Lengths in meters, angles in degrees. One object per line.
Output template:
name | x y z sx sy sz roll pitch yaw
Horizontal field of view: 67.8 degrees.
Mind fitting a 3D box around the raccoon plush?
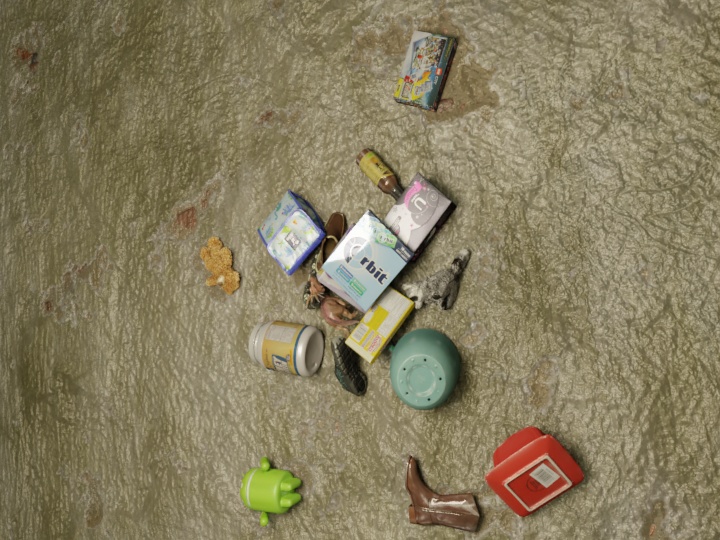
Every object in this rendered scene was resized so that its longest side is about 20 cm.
raccoon plush | 0.208 0.022 1.487 0.131 0.098 0.202 21 64 36

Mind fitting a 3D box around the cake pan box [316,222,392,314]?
cake pan box | 0.000 0.000 1.520 0.198 0.053 0.186 36 101 -23

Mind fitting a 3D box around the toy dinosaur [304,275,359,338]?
toy dinosaur | -0.086 0.109 1.480 0.087 0.134 0.199 -54 38 3

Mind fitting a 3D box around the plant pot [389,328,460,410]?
plant pot | 0.163 0.268 1.396 0.192 0.161 0.210 1 93 11

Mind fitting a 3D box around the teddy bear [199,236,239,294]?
teddy bear | -0.473 -0.015 1.778 0.141 0.066 0.207 -25 75 22

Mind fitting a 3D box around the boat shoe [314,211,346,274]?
boat shoe | -0.079 -0.085 1.577 0.072 0.075 0.210 14 69 -8

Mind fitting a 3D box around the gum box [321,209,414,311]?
gum box | 0.020 -0.027 1.429 0.169 0.045 0.201 42 102 2

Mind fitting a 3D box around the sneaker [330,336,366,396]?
sneaker | -0.050 0.275 1.522 0.077 0.076 0.206 1 123 38

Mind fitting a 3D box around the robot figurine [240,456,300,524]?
robot figurine | -0.274 0.654 1.598 0.192 0.115 0.184 -3 86 23

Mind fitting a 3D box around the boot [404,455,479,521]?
boot | 0.219 0.588 1.416 0.193 0.064 0.195 -6 95 26

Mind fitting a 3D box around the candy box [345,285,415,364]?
candy box | 0.054 0.146 1.461 0.101 0.027 0.202 32 77 32

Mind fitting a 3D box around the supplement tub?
supplement tub | -0.221 0.229 1.601 0.193 0.144 0.151 5 87 24

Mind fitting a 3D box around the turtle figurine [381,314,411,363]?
turtle figurine | 0.053 0.185 1.515 0.148 0.100 0.204 33 92 20

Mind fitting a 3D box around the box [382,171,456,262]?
box | 0.153 -0.144 1.481 0.131 0.114 0.202 40 100 14

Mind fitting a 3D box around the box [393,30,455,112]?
box | 0.188 -0.580 1.558 0.133 0.037 0.207 20 93 24

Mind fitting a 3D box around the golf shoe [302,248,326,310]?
golf shoe | -0.128 0.022 1.617 0.075 0.088 0.206 24 69 -3

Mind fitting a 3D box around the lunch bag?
lunch bag | -0.202 -0.110 1.616 0.171 0.126 0.202 -47 53 14

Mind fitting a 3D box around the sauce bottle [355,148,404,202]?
sauce bottle | 0.067 -0.272 1.568 0.065 0.064 0.201 -46 71 12

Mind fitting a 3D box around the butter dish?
butter dish | 0.409 0.463 1.310 0.198 0.149 0.200 -38 114 15
